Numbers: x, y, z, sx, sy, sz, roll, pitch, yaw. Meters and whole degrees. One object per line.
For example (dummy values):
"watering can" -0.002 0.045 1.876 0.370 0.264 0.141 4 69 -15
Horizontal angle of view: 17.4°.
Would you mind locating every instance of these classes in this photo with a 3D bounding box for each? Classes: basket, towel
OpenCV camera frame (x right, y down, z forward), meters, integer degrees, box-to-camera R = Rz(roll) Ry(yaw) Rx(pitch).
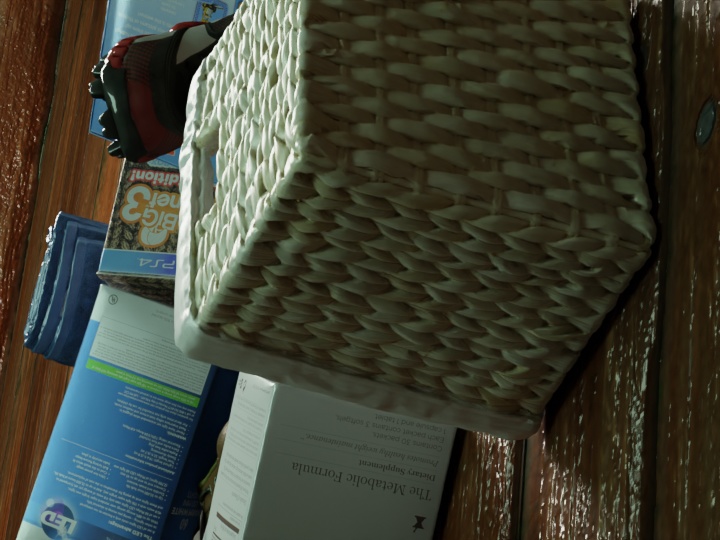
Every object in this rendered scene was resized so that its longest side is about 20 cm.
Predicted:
"basket" 0.023 -0.052 1.174 0.161 0.199 0.199 120 158 -45
"towel" -0.151 0.032 1.790 0.049 0.200 0.112 -7 70 65

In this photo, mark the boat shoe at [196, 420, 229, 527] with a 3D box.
"boat shoe" -0.060 0.116 1.495 0.068 0.072 0.200 53 138 20

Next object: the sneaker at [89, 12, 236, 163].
"sneaker" -0.089 -0.113 1.385 0.200 0.098 0.071 -40 -61 -68

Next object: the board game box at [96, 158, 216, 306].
"board game box" -0.099 -0.053 1.702 0.159 0.097 0.201 58 -140 -62

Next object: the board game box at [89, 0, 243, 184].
"board game box" -0.102 -0.164 1.573 0.037 0.151 0.201 -19 -53 -55

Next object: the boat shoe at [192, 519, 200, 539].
"boat shoe" -0.136 0.163 1.643 0.063 0.074 0.202 34 104 39

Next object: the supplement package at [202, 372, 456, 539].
"supplement package" -0.028 0.167 1.352 0.110 0.113 0.201 -169 91 -77

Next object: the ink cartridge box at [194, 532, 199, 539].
"ink cartridge box" -0.168 0.275 1.779 0.200 0.125 0.129 -99 25 -55

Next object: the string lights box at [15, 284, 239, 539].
"string lights box" -0.152 0.121 1.581 0.201 0.103 0.059 -71 -20 -1

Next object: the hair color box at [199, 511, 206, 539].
"hair color box" -0.058 0.111 1.624 0.111 0.064 0.200 -101 29 -61
